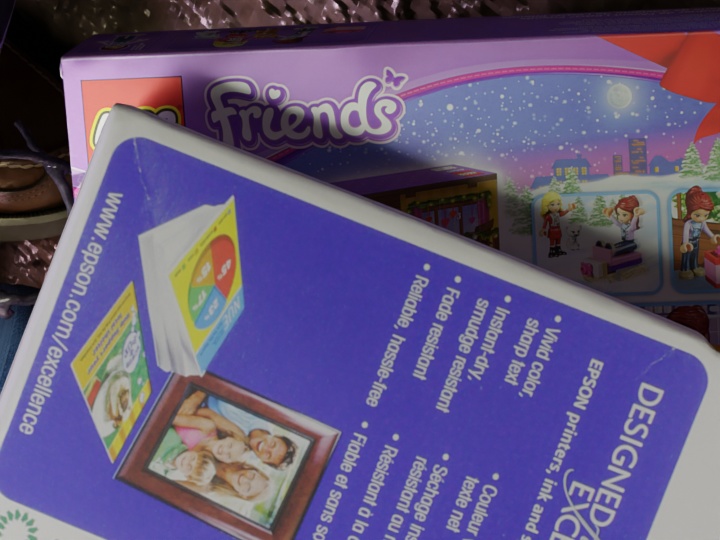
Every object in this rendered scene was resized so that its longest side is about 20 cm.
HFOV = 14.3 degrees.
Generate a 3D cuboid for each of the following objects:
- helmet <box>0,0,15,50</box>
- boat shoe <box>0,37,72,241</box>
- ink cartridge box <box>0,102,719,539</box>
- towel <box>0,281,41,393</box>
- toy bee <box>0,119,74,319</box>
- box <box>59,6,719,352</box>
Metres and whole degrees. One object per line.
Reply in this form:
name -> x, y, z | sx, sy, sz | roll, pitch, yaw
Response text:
helmet -> -0.191, -0.060, 0.731 | 0.200, 0.200, 0.191 | 35, 90, 22
boat shoe -> -0.160, -0.073, 0.915 | 0.200, 0.072, 0.068 | 25, 129, 29
ink cartridge box -> -0.002, 0.086, 0.699 | 0.200, 0.043, 0.198 | 22, 96, 5
towel -> -0.144, 0.050, 0.888 | 0.049, 0.200, 0.112 | -133, 60, -71
toy bee -> 0.000, 0.000, 0.813 | 0.200, 0.109, 0.131 | 41, 104, -1
box -> 0.029, 0.005, 0.733 | 0.200, 0.039, 0.137 | -1, 104, 9
